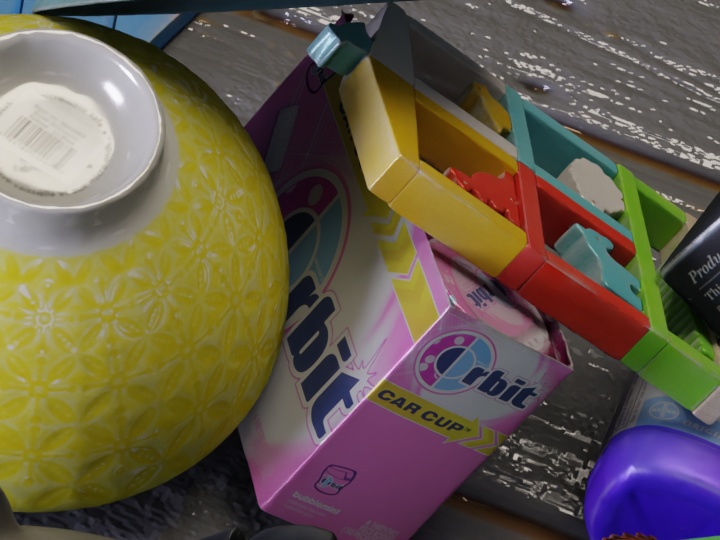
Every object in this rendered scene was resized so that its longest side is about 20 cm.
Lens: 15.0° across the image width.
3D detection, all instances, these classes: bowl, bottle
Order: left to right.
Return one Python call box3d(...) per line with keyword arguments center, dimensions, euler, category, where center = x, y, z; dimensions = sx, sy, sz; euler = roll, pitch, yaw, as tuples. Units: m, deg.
box3d(center=(-0.116, -0.025, 0.992), dimensions=(0.200, 0.108, 0.200), euler=(6, 56, -8), category="bowl")
box3d(center=(0.151, 0.052, 1.123), dimensions=(0.083, 0.065, 0.200), euler=(26, 37, 4), category="bottle")

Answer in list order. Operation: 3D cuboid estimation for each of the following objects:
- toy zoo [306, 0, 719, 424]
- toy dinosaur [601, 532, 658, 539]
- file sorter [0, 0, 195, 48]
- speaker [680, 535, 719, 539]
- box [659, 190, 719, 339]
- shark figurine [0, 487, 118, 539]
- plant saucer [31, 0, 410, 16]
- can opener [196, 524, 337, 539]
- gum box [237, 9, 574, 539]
box3d(center=(0.060, -0.033, 1.061), dimensions=(0.200, 0.020, 0.131), euler=(33, 25, -20), category="toy zoo")
box3d(center=(0.190, 0.159, 0.945), dimensions=(0.200, 0.182, 0.105), euler=(-1, 24, 23), category="toy dinosaur")
box3d(center=(-0.165, -0.196, 1.281), dimensions=(0.200, 0.123, 0.139), euler=(24, 37, 11), category="file sorter")
box3d(center=(0.100, 0.140, 0.976), dimensions=(0.200, 0.089, 0.089), euler=(-3, 41, -24), category="speaker")
box3d(center=(0.238, 0.018, 1.090), dimensions=(0.200, 0.107, 0.148), euler=(47, 29, 0), category="box")
box3d(center=(-0.147, 0.114, 0.918), dimensions=(0.128, 0.090, 0.214), euler=(34, 38, 25), category="shark figurine")
box3d(center=(-0.028, -0.121, 1.053), dimensions=(0.200, 0.036, 0.200), euler=(-4, 4, 0), category="plant saucer")
box3d(center=(-0.033, 0.149, 0.876), dimensions=(0.079, 0.063, 0.200), euler=(-23, 27, 15), category="can opener")
box3d(center=(0.000, 0.000, 1.082), dimensions=(0.066, 0.114, 0.200), euler=(26, 28, -32), category="gum box")
